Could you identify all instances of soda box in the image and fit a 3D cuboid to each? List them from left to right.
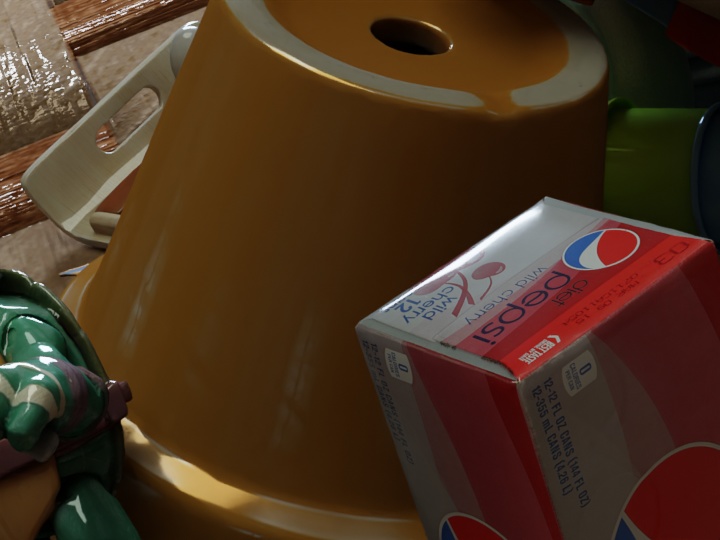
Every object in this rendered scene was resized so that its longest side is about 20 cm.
[{"bbox_3d":[0.068,0.087,0.551,0.070,0.201,0.063,-34,29,-27],"label":"soda box"}]

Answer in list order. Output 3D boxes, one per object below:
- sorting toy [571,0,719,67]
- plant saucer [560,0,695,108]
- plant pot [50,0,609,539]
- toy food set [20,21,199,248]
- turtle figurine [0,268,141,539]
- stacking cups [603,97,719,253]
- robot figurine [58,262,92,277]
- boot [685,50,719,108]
[{"bbox_3d":[0.093,-0.106,0.757,0.184,0.037,0.200,22,9,-14],"label":"sorting toy"},{"bbox_3d":[0.045,-0.043,0.886,0.199,0.027,0.202,-19,60,36],"label":"plant saucer"},{"bbox_3d":[0.000,0.000,0.708,0.198,0.185,0.201,11,29,-6],"label":"plant pot"},{"bbox_3d":[-0.070,-0.074,1.097,0.144,0.061,0.199,-46,32,-25],"label":"toy food set"},{"bbox_3d":[-0.109,0.055,0.625,0.100,0.201,0.149,-27,0,-41],"label":"turtle figurine"},{"bbox_3d":[0.143,-0.037,0.753,0.198,0.061,0.061,-1,31,32],"label":"stacking cups"},{"bbox_3d":[-0.114,0.036,0.884,0.198,0.059,0.145,-17,-19,-12],"label":"robot figurine"},{"bbox_3d":[0.208,-0.095,0.892,0.198,0.132,0.068,-16,24,7],"label":"boot"}]
